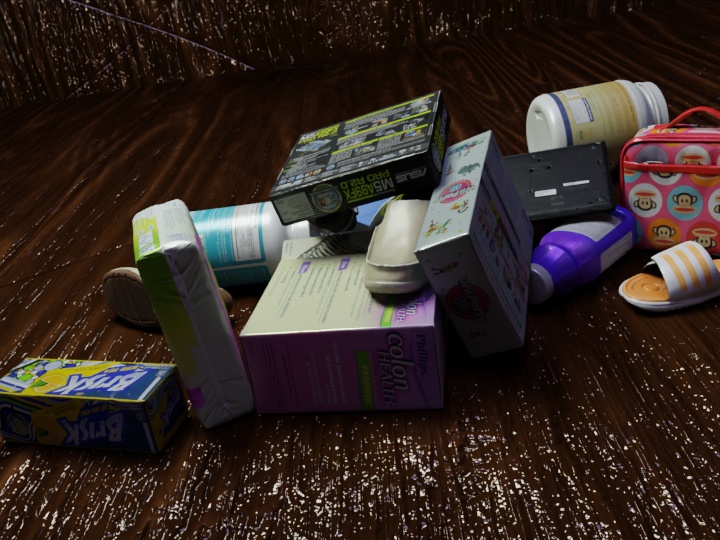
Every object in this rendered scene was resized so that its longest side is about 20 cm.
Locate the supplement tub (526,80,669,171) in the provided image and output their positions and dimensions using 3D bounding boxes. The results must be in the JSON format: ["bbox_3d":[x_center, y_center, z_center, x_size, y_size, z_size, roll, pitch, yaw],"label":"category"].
[{"bbox_3d":[0.389,-0.233,1.223,0.196,0.147,0.145,-11,25,-4],"label":"supplement tub"}]

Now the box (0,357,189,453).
[{"bbox_3d":[-0.285,0.139,0.774,0.196,0.065,0.070,-1,26,19],"label":"box"}]

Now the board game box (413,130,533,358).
[{"bbox_3d":[0.132,-0.033,0.801,0.063,0.149,0.201,-16,31,27],"label":"board game box"}]

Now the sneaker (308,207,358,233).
[{"bbox_3d":[-0.028,-0.089,1.005,0.076,0.115,0.201,-47,34,8],"label":"sneaker"}]

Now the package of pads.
[{"bbox_3d":[-0.178,0.039,0.782,0.067,0.203,0.155,-19,26,-11],"label":"package of pads"}]

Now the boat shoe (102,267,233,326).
[{"bbox_3d":[-0.255,0.037,0.985,0.199,0.076,0.074,14,19,29],"label":"boat shoe"}]

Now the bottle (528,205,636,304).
[{"bbox_3d":[0.265,-0.021,0.916,0.083,0.066,0.199,12,32,44],"label":"bottle"}]

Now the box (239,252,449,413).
[{"bbox_3d":[-0.007,0.062,0.802,0.196,0.098,0.177,-5,25,11],"label":"box"}]

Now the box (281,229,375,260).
[{"bbox_3d":[0.000,0.000,0.940,0.196,0.069,0.083,-8,45,6],"label":"box"}]

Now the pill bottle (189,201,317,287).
[{"bbox_3d":[-0.162,-0.036,1.043,0.196,0.113,0.111,-6,25,5],"label":"pill bottle"}]

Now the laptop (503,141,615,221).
[{"bbox_3d":[0.255,-0.109,1.024,0.174,0.104,0.202,-8,46,17],"label":"laptop"}]

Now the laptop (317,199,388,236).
[{"bbox_3d":[-0.014,-0.081,1.096,0.198,0.105,0.176,-24,28,-29],"label":"laptop"}]

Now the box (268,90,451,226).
[{"bbox_3d":[0.003,-0.134,0.874,0.196,0.045,0.161,-14,32,20],"label":"box"}]

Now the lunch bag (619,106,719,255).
[{"bbox_3d":[0.428,-0.112,0.920,0.197,0.180,0.082,8,26,35],"label":"lunch bag"}]

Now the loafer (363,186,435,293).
[{"bbox_3d":[0.049,-0.040,0.798,0.074,0.070,0.201,-1,26,18],"label":"loafer"}]

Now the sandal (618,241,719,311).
[{"bbox_3d":[0.394,-0.008,0.851,0.202,0.060,0.079,-12,25,-6],"label":"sandal"}]

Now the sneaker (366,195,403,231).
[{"bbox_3d":[0.073,-0.083,0.965,0.200,0.075,0.085,-43,-6,17],"label":"sneaker"}]
